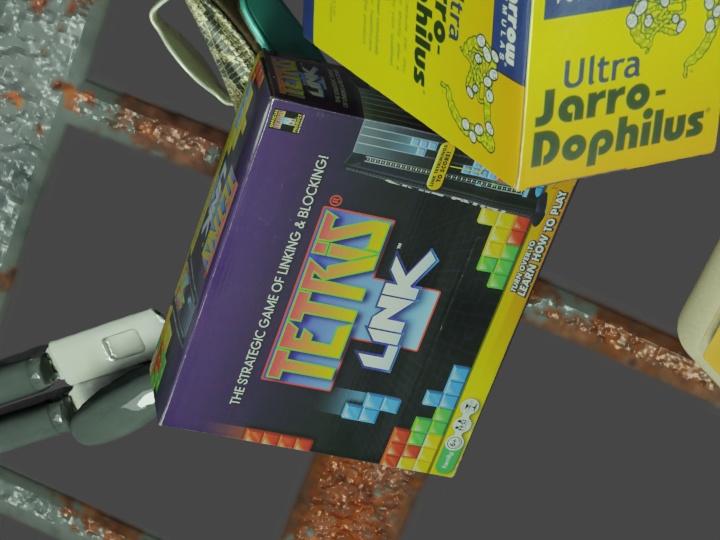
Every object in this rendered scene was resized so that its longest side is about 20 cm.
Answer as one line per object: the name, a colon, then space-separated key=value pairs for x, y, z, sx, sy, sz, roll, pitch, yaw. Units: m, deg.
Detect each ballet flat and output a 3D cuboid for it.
ballet flat: x=-0.078 y=-0.144 z=1.433 sx=0.075 sy=0.068 sz=0.200 roll=-11 pitch=115 yaw=30

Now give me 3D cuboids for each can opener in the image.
can opener: x=-0.180 y=0.074 z=1.562 sx=0.200 sy=0.067 sz=0.053 roll=-19 pitch=108 yaw=23

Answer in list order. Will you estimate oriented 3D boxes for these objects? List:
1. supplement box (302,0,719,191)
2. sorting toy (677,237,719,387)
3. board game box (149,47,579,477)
supplement box: x=0.067 y=-0.130 z=1.308 sx=0.109 sy=0.200 sz=0.110 roll=-12 pitch=120 yaw=-27
sorting toy: x=0.237 y=0.034 z=1.366 sx=0.200 sy=0.036 sz=0.185 roll=51 pitch=141 yaw=27
board game box: x=0.000 y=0.000 z=1.450 sx=0.165 sy=0.057 sz=0.200 roll=10 pitch=121 yaw=-18
